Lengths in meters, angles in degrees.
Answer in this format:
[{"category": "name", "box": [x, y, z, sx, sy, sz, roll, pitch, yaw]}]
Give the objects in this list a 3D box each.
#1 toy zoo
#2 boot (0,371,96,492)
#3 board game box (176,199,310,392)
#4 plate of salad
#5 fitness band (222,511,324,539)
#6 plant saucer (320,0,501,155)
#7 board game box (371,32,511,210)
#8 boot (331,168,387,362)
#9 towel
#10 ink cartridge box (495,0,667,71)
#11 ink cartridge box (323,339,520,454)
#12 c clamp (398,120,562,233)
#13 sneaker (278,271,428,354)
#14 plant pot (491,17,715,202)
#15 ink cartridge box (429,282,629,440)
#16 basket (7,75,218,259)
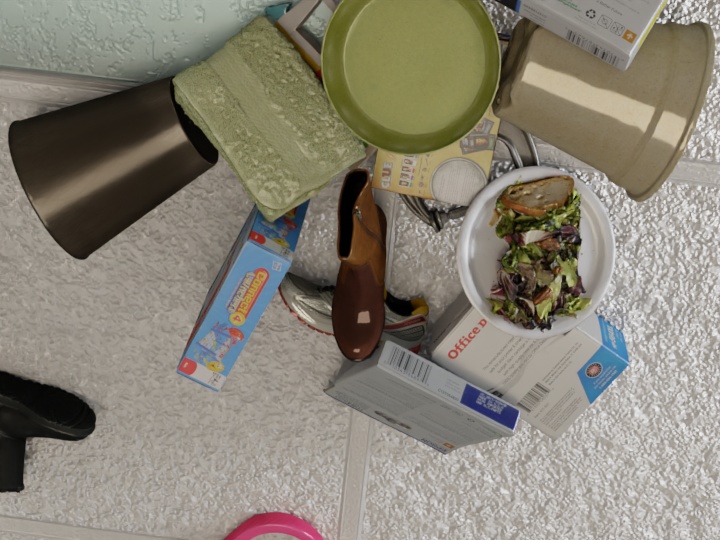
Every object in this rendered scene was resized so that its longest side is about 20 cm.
[{"category": "toy zoo", "box": [-0.035, -0.226, 1.506, 0.200, 0.020, 0.131, 45, 118, 1]}, {"category": "boot", "box": [-0.460, 0.230, 1.793, 0.197, 0.073, 0.163, 20, 116, 4]}, {"category": "board game box", "box": [-0.134, 0.008, 1.568, 0.056, 0.196, 0.200, 27, 118, -8]}, {"category": "plate of salad", "box": [0.208, -0.020, 1.538, 0.199, 0.048, 0.201, -1, 93, -16]}, {"category": "fitness band", "box": [-0.136, 0.424, 1.883, 0.143, 0.037, 0.200, 40, 114, -14]}, {"category": "plant saucer", "box": [0.056, -0.226, 1.445, 0.199, 0.031, 0.201, 3, 102, 13]}, {"category": "board game box", "box": [0.094, -0.179, 1.520, 0.135, 0.035, 0.201, 12, 113, 2]}, {"category": "boot", "box": [0.000, 0.000, 1.510, 0.068, 0.200, 0.189, 13, 81, 6]}, {"category": "towel", "box": [-0.100, -0.171, 1.484, 0.148, 0.036, 0.200, -37, 90, -4]}, {"category": "ink cartridge box", "box": [0.231, -0.331, 1.347, 0.197, 0.200, 0.047, 31, 162, 11]}, {"category": "ink cartridge box", "box": [0.073, 0.162, 1.675, 0.199, 0.041, 0.200, 28, 157, -13]}, {"category": "c clamp", "box": [0.143, -0.100, 1.576, 0.199, 0.027, 0.172, -13, 116, 12]}, {"category": "sneaker", "box": [-0.008, 0.038, 1.647, 0.199, 0.078, 0.082, 19, 112, -13]}, {"category": "plant pot", "box": [0.245, -0.196, 1.410, 0.183, 0.201, 0.201, 18, 119, -6]}, {"category": "ink cartridge box", "box": [0.206, 0.091, 1.639, 0.200, 0.084, 0.146, 35, 116, -11]}, {"category": "basket", "box": [-0.277, -0.132, 1.547, 0.199, 0.136, 0.181, -23, 102, 13]}]
